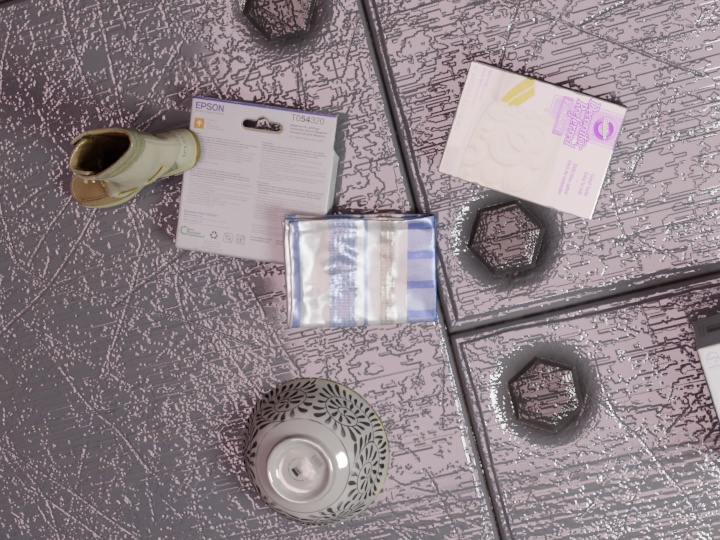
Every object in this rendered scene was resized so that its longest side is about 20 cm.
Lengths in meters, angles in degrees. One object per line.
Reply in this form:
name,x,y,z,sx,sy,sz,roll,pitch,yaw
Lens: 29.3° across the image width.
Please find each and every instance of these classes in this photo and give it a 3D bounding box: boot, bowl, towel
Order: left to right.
boot,-0.321,-0.131,1.731,0.200,0.155,0.072,-19,84,27
bowl,-0.068,0.248,1.781,0.200,0.094,0.201,2,99,10
towel,0.000,0.000,1.743,0.199,0.024,0.147,-1,100,-6

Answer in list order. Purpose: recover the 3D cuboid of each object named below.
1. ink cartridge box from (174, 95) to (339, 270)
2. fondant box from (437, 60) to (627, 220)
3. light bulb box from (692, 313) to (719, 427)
ink cartridge box,-0.130,-0.113,1.770,0.196,0.043,0.200,9,97,10
fondant box,0.211,-0.162,1.692,0.200,0.058,0.145,18,100,6
light bulb box,0.479,0.152,1.613,0.125,0.198,0.200,-17,93,14
